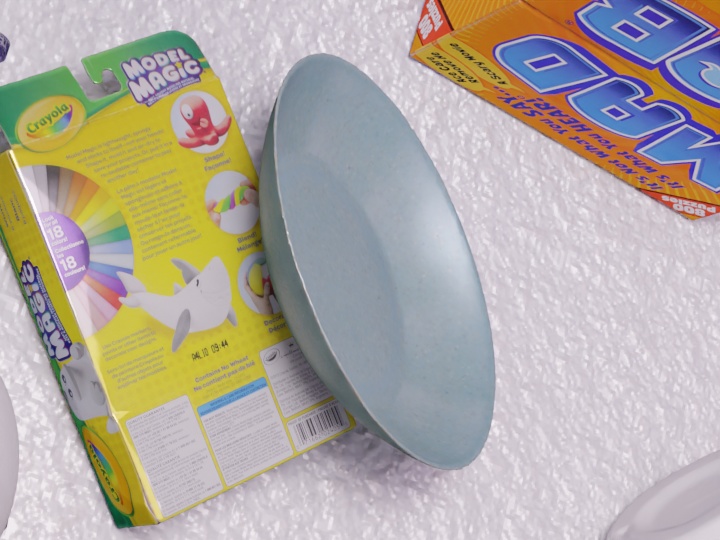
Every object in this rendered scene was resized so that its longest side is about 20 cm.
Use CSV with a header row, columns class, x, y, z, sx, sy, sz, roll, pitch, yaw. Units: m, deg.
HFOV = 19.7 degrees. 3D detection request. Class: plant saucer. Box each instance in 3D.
class,x,y,z,sx,sy,sz,roll,pitch,yaw
plant saucer,0.000,0.000,0.955,0.201,0.039,0.202,46,33,-43

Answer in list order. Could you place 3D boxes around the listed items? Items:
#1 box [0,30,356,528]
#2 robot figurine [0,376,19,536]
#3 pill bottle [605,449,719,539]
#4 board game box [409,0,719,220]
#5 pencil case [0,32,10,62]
class,x,y,z,sx,sy,sz,roll,pitch,yaw
box,-0.092,0.001,0.925,0.117,0.048,0.201,-23,94,-34
robot figurine,-0.228,0.070,0.778,0.199,0.125,0.151,8,80,-31
pill bottle,0.216,0.195,1.038,0.111,0.111,0.201,-36,100,-33
board game box,0.179,-0.174,1.044,0.199,0.199,0.201,27,66,-25
pencil case,-0.245,-0.117,0.829,0.200,0.084,0.086,36,26,-19
